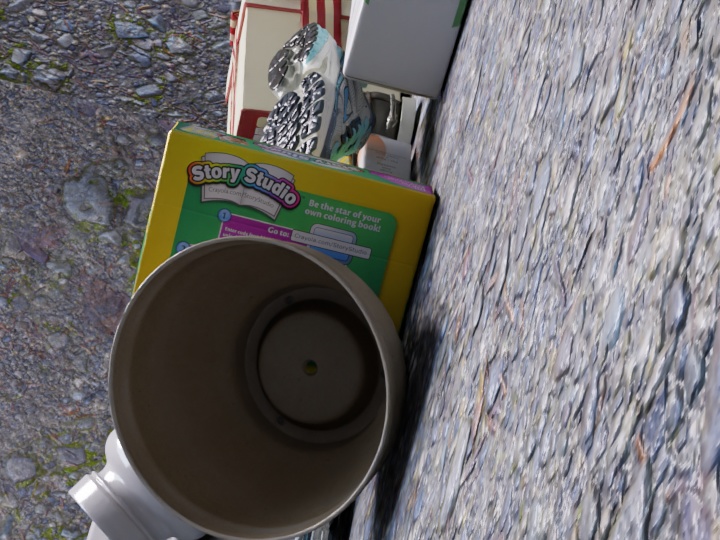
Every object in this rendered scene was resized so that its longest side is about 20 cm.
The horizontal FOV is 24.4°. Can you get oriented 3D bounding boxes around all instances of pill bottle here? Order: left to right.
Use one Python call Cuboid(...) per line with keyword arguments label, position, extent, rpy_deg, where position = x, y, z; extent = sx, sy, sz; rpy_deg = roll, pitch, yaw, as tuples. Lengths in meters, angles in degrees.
Cuboid(label="pill bottle", position=(-0.129, 0.140, 1.323), extent=(0.200, 0.112, 0.112), rpy_deg=(-41, -2, -12))

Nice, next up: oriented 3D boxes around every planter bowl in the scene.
Cuboid(label="planter bowl", position=(-0.052, 0.074, 1.136), extent=(0.135, 0.200, 0.201), rpy_deg=(-10, -64, -69))

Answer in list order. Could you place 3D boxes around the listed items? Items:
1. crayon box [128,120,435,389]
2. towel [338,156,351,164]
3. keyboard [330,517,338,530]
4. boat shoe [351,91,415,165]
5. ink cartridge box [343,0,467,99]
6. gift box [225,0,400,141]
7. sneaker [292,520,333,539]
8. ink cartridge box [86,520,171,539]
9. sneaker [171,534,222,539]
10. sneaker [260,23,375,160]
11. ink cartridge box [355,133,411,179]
Cuboid(label="crayon box", position=(-0.062, -0.002, 1.236), extent=(0.058, 0.199, 0.173), rpy_deg=(-94, 19, -80))
Cuboid(label="towel", position=(-0.036, -0.051, 1.393), extent=(0.086, 0.018, 0.200), rpy_deg=(-52, 10, 11))
Cuboid(label="keyboard", position=(-0.025, 0.159, 1.357), extent=(0.200, 0.021, 0.127), rpy_deg=(110, 166, -59))
Cuboid(label="boat shoe", position=(-0.001, -0.070, 1.527), extent=(0.072, 0.060, 0.202), rpy_deg=(-92, 16, -65))
Cuboid(label="ink cartridge box", position=(0.045, -0.256, 1.389), extent=(0.200, 0.084, 0.146), rpy_deg=(-86, 10, -58))
Cuboid(label="gift box", position=(-0.040, -0.187, 1.663), extent=(0.200, 0.184, 0.187), rpy_deg=(117, 157, -54))
Cuboid(label="sneaker", position=(-0.072, 0.236, 1.275), extent=(0.078, 0.086, 0.201), rpy_deg=(143, 135, -74))
Cuboid(label="ink cartridge box", position=(-0.166, 0.298, 1.574), extent=(0.176, 0.199, 0.084), rpy_deg=(-90, 14, -73))
Cuboid(label="sneaker", position=(-0.098, 0.187, 1.444), extent=(0.200, 0.073, 0.071), rpy_deg=(-45, 44, 35))
Cuboid(label="sneaker", position=(-0.024, -0.123, 1.366), extent=(0.078, 0.086, 0.200), rpy_deg=(-39, 29, 32))
Cuboid(label="ink cartridge box", position=(0.000, 0.000, 1.406), extent=(0.200, 0.050, 0.163), rpy_deg=(-80, 5, -59))
